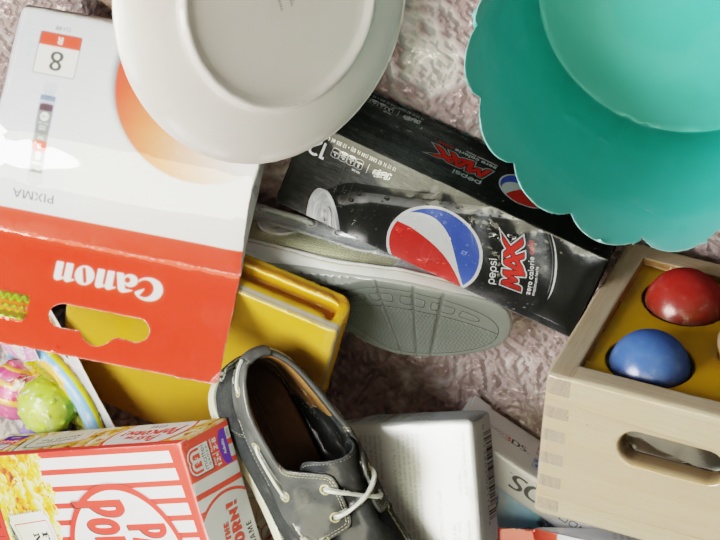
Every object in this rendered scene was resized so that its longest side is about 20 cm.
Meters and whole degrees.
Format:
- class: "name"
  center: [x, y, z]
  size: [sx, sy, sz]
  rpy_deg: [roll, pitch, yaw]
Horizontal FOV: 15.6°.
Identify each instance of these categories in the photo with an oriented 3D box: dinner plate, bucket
- class: "dinner plate"
  center: [-0.050, -0.158, 1.497]
  size: [0.024, 0.200, 0.201]
  rpy_deg: [18, 131, 52]
- class: "bucket"
  center: [0.169, -0.126, 1.471]
  size: [0.207, 0.135, 0.208]
  rpy_deg: [8, 119, 14]

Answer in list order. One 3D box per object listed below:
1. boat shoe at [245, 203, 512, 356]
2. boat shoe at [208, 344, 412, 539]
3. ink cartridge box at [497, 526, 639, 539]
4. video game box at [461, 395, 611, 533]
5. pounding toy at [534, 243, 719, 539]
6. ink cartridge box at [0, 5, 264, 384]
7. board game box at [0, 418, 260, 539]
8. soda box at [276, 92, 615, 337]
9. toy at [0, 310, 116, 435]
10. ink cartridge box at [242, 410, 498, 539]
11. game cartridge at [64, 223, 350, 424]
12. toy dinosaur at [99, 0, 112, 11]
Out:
- class: "boat shoe"
  center: [-0.001, 0.001, 1.637]
  size: [0.202, 0.065, 0.075]
  rpy_deg: [10, 144, 12]
- class: "boat shoe"
  center: [-0.019, 0.135, 1.586]
  size: [0.200, 0.072, 0.068]
  rpy_deg: [55, 149, 5]
- class: "ink cartridge box"
  center: [0.140, 0.245, 1.652]
  size: [0.199, 0.057, 0.163]
  rpy_deg: [2, 97, -2]
- class: "video game box"
  center: [0.096, 0.206, 1.732]
  size: [0.182, 0.047, 0.200]
  rpy_deg: [34, 122, 0]
- class: "pounding toy"
  center: [0.230, 0.060, 1.543]
  size: [0.200, 0.184, 0.142]
  rpy_deg: [14, 125, 17]
- class: "ink cartridge box"
  center: [-0.143, -0.047, 1.565]
  size: [0.162, 0.050, 0.200]
  rpy_deg: [11, 79, 3]
- class: "board game box"
  center: [-0.147, 0.174, 1.646]
  size: [0.200, 0.046, 0.152]
  rpy_deg: [-8, 103, 41]
- class: "soda box"
  center: [0.056, -0.039, 1.592]
  size: [0.200, 0.071, 0.063]
  rpy_deg: [25, 123, 3]
- class: "toy"
  center: [-0.217, 0.076, 1.724]
  size: [0.115, 0.047, 0.200]
  rpy_deg: [10, 127, 57]
- class: "ink cartridge box"
  center: [-0.012, 0.173, 1.658]
  size: [0.200, 0.047, 0.160]
  rpy_deg: [-3, 94, 18]
- class: "game cartridge"
  center: [-0.103, 0.046, 1.671]
  size: [0.176, 0.032, 0.200]
  rpy_deg: [23, 148, 4]
- class: "toy dinosaur"
  center: [-0.098, -0.181, 1.561]
  size: [0.200, 0.086, 0.135]
  rpy_deg: [-21, 138, 40]
